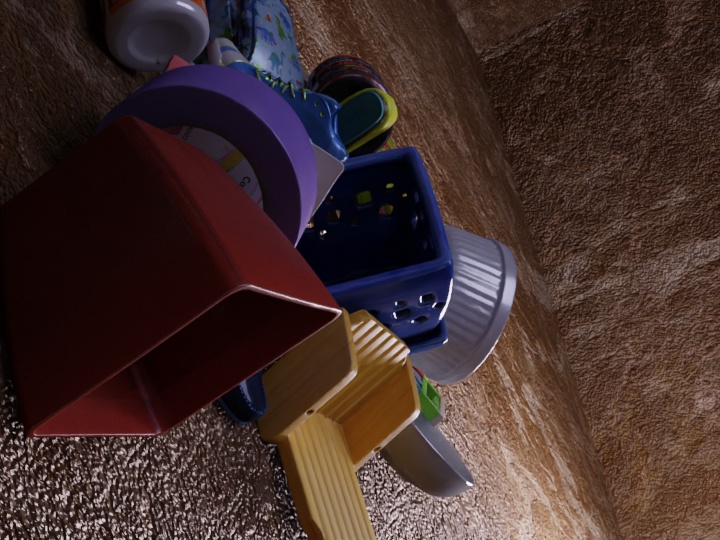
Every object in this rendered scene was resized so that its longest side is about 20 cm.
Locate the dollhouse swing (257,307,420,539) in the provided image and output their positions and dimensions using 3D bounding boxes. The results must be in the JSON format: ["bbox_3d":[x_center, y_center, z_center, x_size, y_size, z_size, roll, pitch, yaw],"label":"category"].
[{"bbox_3d":[0.003,0.181,1.271,0.176,0.181,0.200,53,6,31],"label":"dollhouse swing"}]

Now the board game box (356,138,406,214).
[{"bbox_3d":[0.027,-0.124,1.698,0.102,0.047,0.202,46,26,-53],"label":"board game box"}]

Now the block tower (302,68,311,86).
[{"bbox_3d":[-0.059,-0.218,1.611,0.200,0.058,0.054,43,17,-1],"label":"block tower"}]

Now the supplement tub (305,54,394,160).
[{"bbox_3d":[-0.018,-0.209,1.473,0.108,0.106,0.200,62,4,-18],"label":"supplement tub"}]

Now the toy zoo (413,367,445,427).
[{"bbox_3d":[0.044,0.119,1.612,0.201,0.020,0.131,50,6,0],"label":"toy zoo"}]

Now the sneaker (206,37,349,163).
[{"bbox_3d":[-0.082,-0.181,1.292,0.202,0.104,0.076,59,5,-3],"label":"sneaker"}]

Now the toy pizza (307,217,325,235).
[{"bbox_3d":[-0.078,-0.132,1.637,0.201,0.031,0.201,57,18,-30],"label":"toy pizza"}]

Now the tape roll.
[{"bbox_3d":[-0.141,-0.074,1.048,0.202,0.198,0.085,63,16,-16],"label":"tape roll"}]

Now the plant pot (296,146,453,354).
[{"bbox_3d":[0.000,0.000,1.390,0.181,0.197,0.202,81,-4,-50],"label":"plant pot"}]

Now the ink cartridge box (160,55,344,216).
[{"bbox_3d":[-0.125,-0.098,1.137,0.198,0.117,0.068,30,27,-14],"label":"ink cartridge box"}]

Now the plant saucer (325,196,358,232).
[{"bbox_3d":[-0.017,-0.070,1.627,0.201,0.035,0.201,58,18,-31],"label":"plant saucer"}]

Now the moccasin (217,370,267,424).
[{"bbox_3d":[-0.129,0.048,1.164,0.203,0.067,0.080,69,16,6],"label":"moccasin"}]

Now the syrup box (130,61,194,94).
[{"bbox_3d":[-0.158,-0.112,1.257,0.201,0.080,0.079,56,17,-40],"label":"syrup box"}]

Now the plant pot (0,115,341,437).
[{"bbox_3d":[-0.165,0.001,0.918,0.178,0.198,0.200,60,13,16],"label":"plant pot"}]

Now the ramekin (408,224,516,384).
[{"bbox_3d":[0.104,0.035,1.546,0.104,0.201,0.202,26,34,-22],"label":"ramekin"}]

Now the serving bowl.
[{"bbox_3d":[0.059,0.216,1.516,0.201,0.066,0.200,49,3,-3],"label":"serving bowl"}]

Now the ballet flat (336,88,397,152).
[{"bbox_3d":[-0.042,-0.143,1.349,0.068,0.198,0.067,65,19,7],"label":"ballet flat"}]

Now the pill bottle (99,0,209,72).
[{"bbox_3d":[-0.227,-0.321,1.256,0.109,0.108,0.203,40,32,-58],"label":"pill bottle"}]

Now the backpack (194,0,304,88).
[{"bbox_3d":[-0.140,-0.251,1.434,0.163,0.153,0.201,38,20,-47],"label":"backpack"}]
